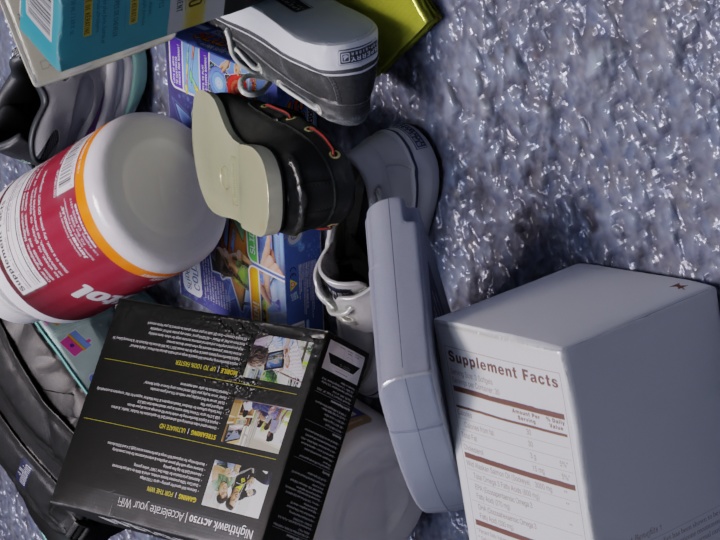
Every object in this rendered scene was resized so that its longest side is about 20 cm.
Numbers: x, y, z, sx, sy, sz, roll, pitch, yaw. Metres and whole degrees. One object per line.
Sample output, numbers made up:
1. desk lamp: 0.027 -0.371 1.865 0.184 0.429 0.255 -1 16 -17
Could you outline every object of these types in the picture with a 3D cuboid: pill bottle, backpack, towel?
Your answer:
1. pill bottle: -0.191 -0.029 1.489 0.199 0.113 0.114 -23 87 48
2. backpack: -0.220 0.089 1.640 0.200 0.153 0.176 45 137 18
3. pill bottle: -0.054 0.120 1.459 0.200 0.110 0.112 30 130 44
4. towel: -0.015 -0.225 1.315 0.201 0.018 0.086 64 151 7

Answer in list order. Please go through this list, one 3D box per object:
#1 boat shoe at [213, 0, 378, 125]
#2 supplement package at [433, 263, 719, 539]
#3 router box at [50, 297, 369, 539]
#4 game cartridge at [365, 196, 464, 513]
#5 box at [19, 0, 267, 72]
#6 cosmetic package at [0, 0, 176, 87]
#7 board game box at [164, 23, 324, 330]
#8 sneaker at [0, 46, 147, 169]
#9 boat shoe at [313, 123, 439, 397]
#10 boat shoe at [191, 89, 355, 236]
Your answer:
1. boat shoe: -0.050 -0.148 1.348 0.199 0.073 0.069 33 134 45
2. supplement package: 0.132 0.112 1.187 0.117 0.116 0.202 11 115 54
3. router box: -0.102 0.104 1.392 0.199 0.051 0.150 8 75 41
4. game cartridge: 0.037 0.062 1.252 0.200 0.041 0.134 70 -170 -60
5. box: -0.105 -0.190 1.266 0.049 0.199 0.083 46 145 32
6. cosmetic package: -0.191 -0.194 1.422 0.200 0.103 0.088 -129 19 -72
7. board game box: -0.081 -0.058 1.473 0.135 0.034 0.202 27 126 45
8. sneaker: -0.231 -0.085 1.577 0.078 0.139 0.201 30 129 43
9. boat shoe: 0.000 0.000 1.362 0.073 0.065 0.201 34 132 40
10. boat shoe: -0.061 -0.069 1.346 0.201 0.063 0.074 -142 48 -63
